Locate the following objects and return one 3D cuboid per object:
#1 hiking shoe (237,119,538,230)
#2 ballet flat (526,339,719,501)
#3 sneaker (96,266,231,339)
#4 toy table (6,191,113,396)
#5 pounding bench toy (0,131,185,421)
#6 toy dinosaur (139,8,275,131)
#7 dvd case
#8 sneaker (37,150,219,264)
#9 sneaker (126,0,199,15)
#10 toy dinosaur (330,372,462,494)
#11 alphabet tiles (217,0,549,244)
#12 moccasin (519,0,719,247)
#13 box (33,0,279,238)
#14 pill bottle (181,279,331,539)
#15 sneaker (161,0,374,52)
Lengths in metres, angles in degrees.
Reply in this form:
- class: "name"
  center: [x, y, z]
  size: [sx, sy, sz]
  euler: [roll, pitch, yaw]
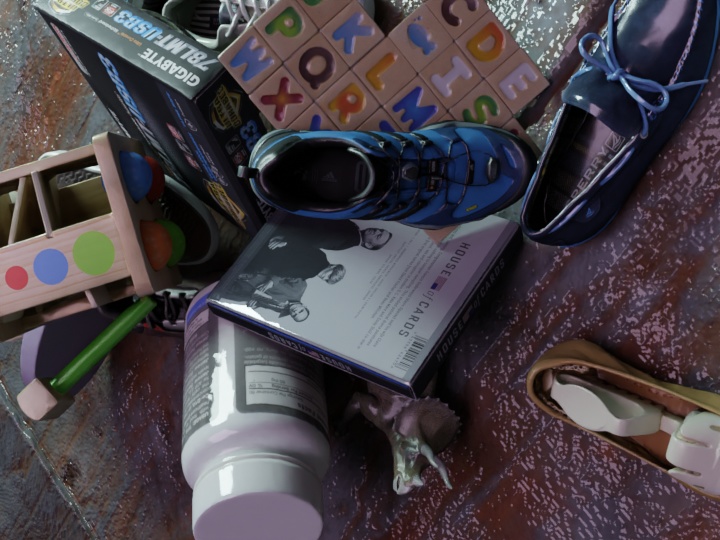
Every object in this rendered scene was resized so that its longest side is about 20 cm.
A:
- class: "hiking shoe"
  center: [0.022, -0.058, 0.727]
  size: [0.197, 0.087, 0.076]
  euler: [-3, 102, 0]
- class: "ballet flat"
  center: [0.192, 0.105, 0.704]
  size: [0.198, 0.063, 0.070]
  euler: [22, 110, 35]
- class: "sneaker"
  center: [-0.158, 0.037, 0.973]
  size: [0.198, 0.081, 0.078]
  euler: [-1, 96, 38]
- class: "toy table"
  center: [-0.302, 0.022, 1.045]
  size: [0.116, 0.183, 0.202]
  euler: [33, 121, 15]
- class: "pounding bench toy"
  center: [-0.217, 0.007, 0.885]
  size: [0.154, 0.124, 0.203]
  euler: [-16, 93, 2]
- class: "toy dinosaur"
  center: [-0.113, -0.153, 0.891]
  size: [0.199, 0.088, 0.048]
  euler: [36, 81, 12]
- class: "dvd case"
  center: [0.000, 0.000, 0.809]
  size: [0.198, 0.151, 0.025]
  euler: [20, 151, 35]
- class: "sneaker"
  center: [-0.196, -0.066, 0.999]
  size: [0.198, 0.084, 0.074]
  euler: [25, 108, 23]
- class: "sneaker"
  center: [-0.190, -0.234, 0.970]
  size: [0.082, 0.073, 0.201]
  euler: [50, 123, 25]
- class: "toy dinosaur"
  center: [0.025, 0.073, 0.844]
  size: [0.101, 0.077, 0.203]
  euler: [-18, 72, 33]
- class: "alphabet tiles"
  center: [0.027, -0.125, 0.761]
  size: [0.167, 0.008, 0.200]
  euler: [-40, 99, 7]
- class: "moccasin"
  center: [0.164, -0.098, 0.695]
  size: [0.080, 0.068, 0.202]
  euler: [33, 115, 32]
- class: "box"
  center: [-0.147, -0.125, 0.886]
  size: [0.197, 0.201, 0.050]
  euler: [32, 71, 30]
- class: "pill bottle"
  center: [-0.081, 0.111, 0.845]
  size: [0.114, 0.113, 0.202]
  euler: [-46, 35, 34]
- class: "sneaker"
  center: [-0.079, -0.199, 0.883]
  size: [0.198, 0.070, 0.074]
  euler: [4, 98, 39]
